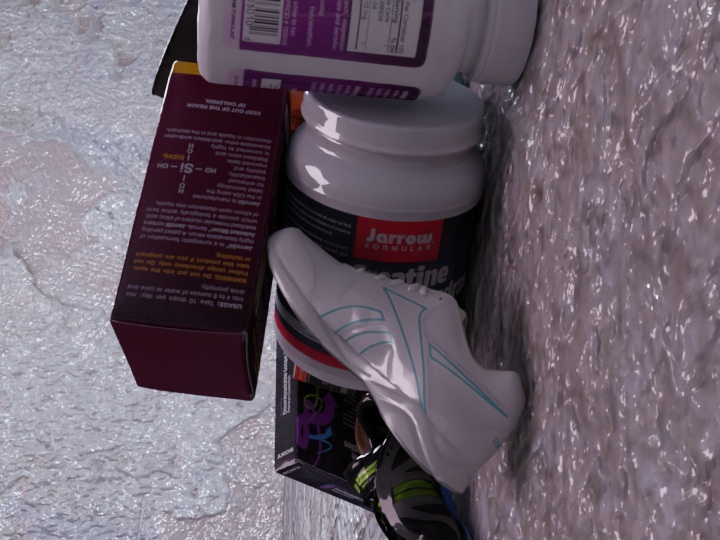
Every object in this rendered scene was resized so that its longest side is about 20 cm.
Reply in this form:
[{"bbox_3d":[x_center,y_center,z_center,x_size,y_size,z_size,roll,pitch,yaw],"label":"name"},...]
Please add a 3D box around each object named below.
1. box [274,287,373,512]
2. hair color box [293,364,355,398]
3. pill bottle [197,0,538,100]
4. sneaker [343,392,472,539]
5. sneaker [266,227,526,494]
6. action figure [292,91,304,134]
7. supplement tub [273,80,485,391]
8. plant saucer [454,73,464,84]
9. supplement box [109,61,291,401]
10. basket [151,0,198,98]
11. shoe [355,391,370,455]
[{"bbox_3d":[-0.021,0.117,0.899,0.036,0.142,0.202,-31,44,31],"label":"box"},{"bbox_3d":[0.000,0.000,0.853,0.102,0.061,0.201,104,-176,-53],"label":"hair color box"},{"bbox_3d":[0.003,-0.164,0.579,0.112,0.197,0.114,-176,90,-82],"label":"pill bottle"},{"bbox_3d":[0.027,0.166,0.660,0.071,0.082,0.201,-58,24,33],"label":"sneaker"},{"bbox_3d":[0.019,0.037,0.573,0.200,0.080,0.070,47,-179,24],"label":"sneaker"},{"bbox_3d":[-0.022,-0.123,0.785,0.105,0.198,0.195,-94,17,-55],"label":"action figure"},{"bbox_3d":[0.012,-0.030,0.673,0.141,0.139,0.202,-99,14,-59],"label":"supplement tub"},{"bbox_3d":[0.013,-0.204,0.772,0.200,0.019,0.070,51,154,12],"label":"plant saucer"},{"bbox_3d":[-0.101,-0.027,0.647,0.111,0.085,0.202,97,180,-61],"label":"supplement box"},{"bbox_3d":[-0.075,-0.180,0.878,0.137,0.198,0.180,-64,13,-2],"label":"basket"},{"bbox_3d":[0.031,0.116,0.832,0.070,0.053,0.201,-40,29,15],"label":"shoe"}]
